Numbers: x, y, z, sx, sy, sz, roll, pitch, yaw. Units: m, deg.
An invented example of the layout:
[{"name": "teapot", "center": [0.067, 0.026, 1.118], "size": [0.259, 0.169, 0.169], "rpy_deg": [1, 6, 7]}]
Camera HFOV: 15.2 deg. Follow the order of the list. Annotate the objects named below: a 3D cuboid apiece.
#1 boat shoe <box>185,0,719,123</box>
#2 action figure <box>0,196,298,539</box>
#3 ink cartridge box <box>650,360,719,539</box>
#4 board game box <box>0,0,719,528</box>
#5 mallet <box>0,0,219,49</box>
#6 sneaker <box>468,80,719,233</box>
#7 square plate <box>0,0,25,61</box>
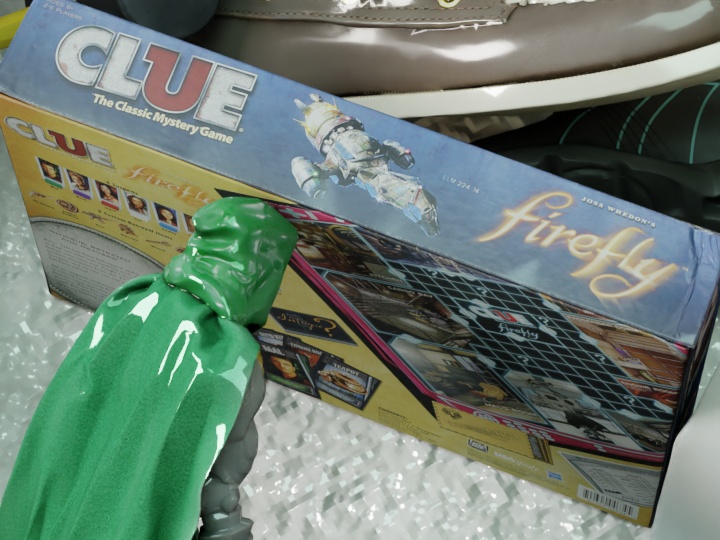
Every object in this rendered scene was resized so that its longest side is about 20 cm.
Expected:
[{"name": "boat shoe", "center": [0.030, -0.073, 0.783], "size": [0.199, 0.072, 0.060], "rpy_deg": [-6, 93, 35]}, {"name": "action figure", "center": [-0.062, 0.074, 0.712], "size": [0.118, 0.054, 0.201], "rpy_deg": [35, 107, 50]}, {"name": "ink cartridge box", "center": [0.160, 0.063, 0.691], "size": [0.160, 0.200, 0.047], "rpy_deg": [33, 70, 15]}, {"name": "board game box", "center": [0.000, 0.000, 0.759], "size": [0.199, 0.136, 0.035], "rpy_deg": [21, 67, 10]}, {"name": "mallet", "center": [-0.126, -0.057, 0.758], "size": [0.199, 0.066, 0.041], "rpy_deg": [-26, 103, -39]}, {"name": "sneaker", "center": [0.102, -0.029, 0.817], "size": [0.199, 0.076, 0.079], "rpy_deg": [-7, 36, 5]}, {"name": "square plate", "center": [-0.064, -0.172, 0.897], "size": [0.199, 0.028, 0.199], "rpy_deg": [-26, 68, -10]}]
